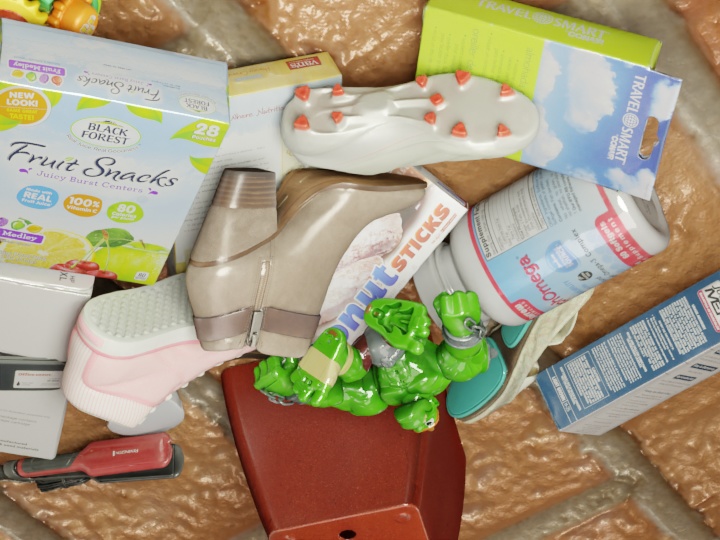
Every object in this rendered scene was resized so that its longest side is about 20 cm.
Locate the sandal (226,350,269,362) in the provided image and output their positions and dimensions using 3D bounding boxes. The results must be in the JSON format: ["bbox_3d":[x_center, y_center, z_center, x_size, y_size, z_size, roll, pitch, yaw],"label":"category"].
[{"bbox_3d":[-0.081,0.040,1.526,0.199,0.082,0.055,-5,112,10],"label":"sandal"}]

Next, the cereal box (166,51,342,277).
[{"bbox_3d":[-0.088,-0.075,1.405,0.143,0.040,0.200,-12,134,-16],"label":"cereal box"}]

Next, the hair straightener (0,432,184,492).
[{"bbox_3d":[-0.260,0.195,1.651,0.199,0.041,0.077,-13,154,10],"label":"hair straightener"}]

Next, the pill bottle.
[{"bbox_3d":[0.147,-0.022,1.449,0.200,0.109,0.109,-30,128,22],"label":"pill bottle"}]

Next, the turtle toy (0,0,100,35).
[{"bbox_3d":[-0.267,-0.210,1.244,0.146,0.101,0.200,-29,129,21],"label":"turtle toy"}]

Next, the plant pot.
[{"bbox_3d":[-0.008,0.200,1.598,0.199,0.177,0.200,-11,133,7],"label":"plant pot"}]

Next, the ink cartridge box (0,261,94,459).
[{"bbox_3d":[-0.271,0.033,1.442,0.084,0.145,0.200,10,131,-12],"label":"ink cartridge box"}]

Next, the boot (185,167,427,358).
[{"bbox_3d":[-0.044,-0.005,1.370,0.199,0.070,0.147,1,100,-25],"label":"boot"}]

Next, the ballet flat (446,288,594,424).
[{"bbox_3d":[0.147,0.072,1.569,0.062,0.068,0.200,10,132,-27],"label":"ballet flat"}]

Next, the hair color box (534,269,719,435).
[{"bbox_3d":[0.266,0.076,1.559,0.200,0.061,0.100,-31,159,23],"label":"hair color box"}]

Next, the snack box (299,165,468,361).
[{"bbox_3d":[0.000,0.000,1.452,0.072,0.024,0.200,37,106,-8],"label":"snack box"}]

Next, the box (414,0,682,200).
[{"bbox_3d":[0.141,-0.137,1.335,0.199,0.048,0.122,17,133,11],"label":"box"}]

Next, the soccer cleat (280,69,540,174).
[{"bbox_3d":[0.039,-0.108,1.331,0.199,0.069,0.078,1,153,11],"label":"soccer cleat"}]

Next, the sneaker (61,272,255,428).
[{"bbox_3d":[-0.155,0.065,1.401,0.200,0.075,0.105,-9,136,-44],"label":"sneaker"}]

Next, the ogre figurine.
[{"bbox_3d":[0.027,0.073,1.415,0.200,0.098,0.120,-39,144,16],"label":"ogre figurine"}]

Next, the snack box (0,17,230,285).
[{"bbox_3d":[-0.205,-0.081,1.280,0.168,0.068,0.200,9,140,-20],"label":"snack box"}]

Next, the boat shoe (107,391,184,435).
[{"bbox_3d":[-0.206,0.091,1.556,0.072,0.068,0.200,-13,155,4],"label":"boat shoe"}]
